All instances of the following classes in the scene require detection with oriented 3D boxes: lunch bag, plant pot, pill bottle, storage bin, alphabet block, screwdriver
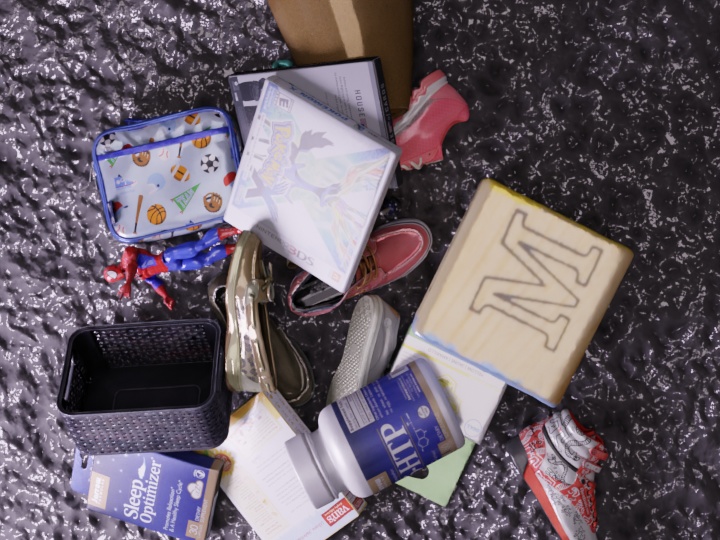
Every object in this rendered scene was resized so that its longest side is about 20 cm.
[{"bbox_3d":[-0.243,-0.124,1.607,0.197,0.076,0.163,-11,91,4],"label":"lunch bag"},{"bbox_3d":[-0.009,-0.277,1.512,0.184,0.186,0.203,-15,87,5],"label":"plant pot"},{"bbox_3d":[0.015,0.202,1.525,0.198,0.120,0.121,-27,91,-2],"label":"pill bottle"},{"bbox_3d":[-0.265,0.146,1.583,0.197,0.094,0.136,-3,49,4],"label":"storage bin"},{"bbox_3d":[0.190,0.019,1.523,0.195,0.195,0.202,27,96,1],"label":"alphabet block"},{"bbox_3d":[0.036,-0.076,1.523,0.029,0.200,0.028,-44,90,3],"label":"screwdriver"}]

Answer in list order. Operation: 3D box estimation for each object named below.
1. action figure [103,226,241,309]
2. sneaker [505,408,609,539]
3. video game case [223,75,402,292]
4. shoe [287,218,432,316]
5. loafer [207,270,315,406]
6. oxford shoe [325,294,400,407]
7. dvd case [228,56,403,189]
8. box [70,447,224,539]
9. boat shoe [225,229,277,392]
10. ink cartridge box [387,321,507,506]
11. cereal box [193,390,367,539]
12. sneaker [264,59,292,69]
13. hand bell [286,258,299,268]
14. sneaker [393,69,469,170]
[{"bbox_3d":[-0.227,0.005,1.573,0.197,0.066,0.100,-10,52,9],"label":"action figure"},{"bbox_3d":[0.278,0.274,1.593,0.107,0.067,0.203,-33,88,8],"label":"sneaker"},{"bbox_3d":[-0.061,-0.099,1.484,0.181,0.022,0.202,31,123,14],"label":"video game case"},{"bbox_3d":[0.000,0.000,1.583,0.198,0.091,0.072,-25,96,6],"label":"shoe"},{"bbox_3d":[-0.133,0.092,1.613,0.075,0.070,0.201,-39,90,6],"label":"loafer"},{"bbox_3d":[0.005,0.131,1.610,0.057,0.075,0.203,13,98,-32],"label":"oxford shoe"},{"bbox_3d":[-0.053,-0.165,1.478,0.198,0.025,0.152,-1,111,29],"label":"dvd case"},{"bbox_3d":[-0.282,0.272,1.636,0.197,0.032,0.123,17,115,6],"label":"box"},{"bbox_3d":[-0.128,0.050,1.540,0.062,0.073,0.203,5,108,8],"label":"boat shoe"},{"bbox_3d":[0.088,0.186,1.614,0.144,0.048,0.202,25,93,2],"label":"ink cartridge box"},{"bbox_3d":[-0.105,0.263,1.617,0.143,0.040,0.201,-38,91,26],"label":"cereal box"},{"bbox_3d":[-0.073,-0.175,1.550,0.201,0.077,0.091,52,140,17],"label":"sneaker"},{"bbox_3d":[-0.092,-0.115,1.602,0.103,0.104,0.202,-29,78,6],"label":"hand bell"},{"bbox_3d":[0.058,-0.152,1.581,0.087,0.074,0.200,41,96,0],"label":"sneaker"}]
